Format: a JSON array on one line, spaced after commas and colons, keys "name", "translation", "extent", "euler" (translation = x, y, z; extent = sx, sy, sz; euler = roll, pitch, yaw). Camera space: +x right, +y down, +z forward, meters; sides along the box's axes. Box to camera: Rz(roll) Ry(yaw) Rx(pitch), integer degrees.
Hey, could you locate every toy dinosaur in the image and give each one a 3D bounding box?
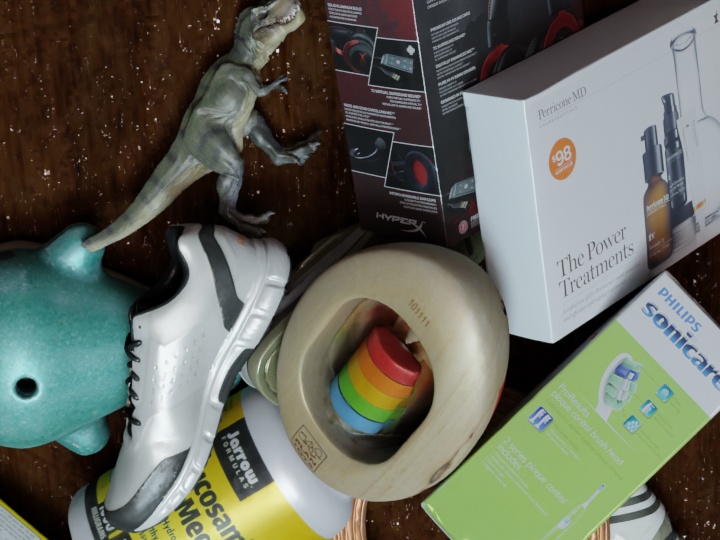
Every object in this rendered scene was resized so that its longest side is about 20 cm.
[{"name": "toy dinosaur", "translation": [-0.080, -0.074, 1.297], "extent": [0.088, 0.047, 0.200], "euler": [34, 96, -14]}]

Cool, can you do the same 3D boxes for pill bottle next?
[{"name": "pill bottle", "translation": [-0.079, 0.143, 1.358], "extent": [0.200, 0.113, 0.113], "euler": [-32, 111, 9]}]

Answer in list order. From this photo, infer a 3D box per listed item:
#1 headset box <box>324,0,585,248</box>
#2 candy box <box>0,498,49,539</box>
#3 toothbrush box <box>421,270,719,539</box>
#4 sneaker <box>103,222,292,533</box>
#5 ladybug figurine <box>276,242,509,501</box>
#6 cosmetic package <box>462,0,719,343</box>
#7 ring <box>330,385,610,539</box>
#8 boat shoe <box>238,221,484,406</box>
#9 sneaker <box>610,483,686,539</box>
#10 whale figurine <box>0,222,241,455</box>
[{"name": "headset box", "translation": [0.059, -0.135, 1.230], "extent": [0.148, 0.075, 0.201], "euler": [-29, 120, -40]}, {"name": "candy box", "translation": [-0.254, 0.193, 1.349], "extent": [0.200, 0.102, 0.026], "euler": [40, 143, 2]}, {"name": "toothbrush box", "translation": [0.136, 0.102, 1.280], "extent": [0.200, 0.146, 0.086], "euler": [-43, 85, 0]}, {"name": "sneaker", "translation": [-0.118, 0.061, 1.278], "extent": [0.080, 0.074, 0.201], "euler": [22, 91, -26]}, {"name": "ladybug figurine", "translation": [0.023, 0.056, 1.231], "extent": [0.136, 0.072, 0.200], "euler": [52, 135, 11]}, {"name": "cosmetic package", "translation": [0.149, -0.066, 1.253], "extent": [0.200, 0.052, 0.151], "euler": [-30, 119, -40]}, {"name": "ring", "translation": [0.066, 0.169, 1.387], "extent": [0.200, 0.019, 0.201], "euler": [1, 94, 17]}, {"name": "boat shoe", "translation": [0.000, 0.000, 1.323], "extent": [0.200, 0.068, 0.075], "euler": [-37, 121, -12]}, {"name": "sneaker", "translation": [0.112, 0.196, 1.424], "extent": [0.200, 0.076, 0.116], "euler": [-32, 102, 1]}, {"name": "whale figurine", "translation": [-0.171, 0.051, 1.319], "extent": [0.199, 0.104, 0.160], "euler": [0, 112, -7]}]
